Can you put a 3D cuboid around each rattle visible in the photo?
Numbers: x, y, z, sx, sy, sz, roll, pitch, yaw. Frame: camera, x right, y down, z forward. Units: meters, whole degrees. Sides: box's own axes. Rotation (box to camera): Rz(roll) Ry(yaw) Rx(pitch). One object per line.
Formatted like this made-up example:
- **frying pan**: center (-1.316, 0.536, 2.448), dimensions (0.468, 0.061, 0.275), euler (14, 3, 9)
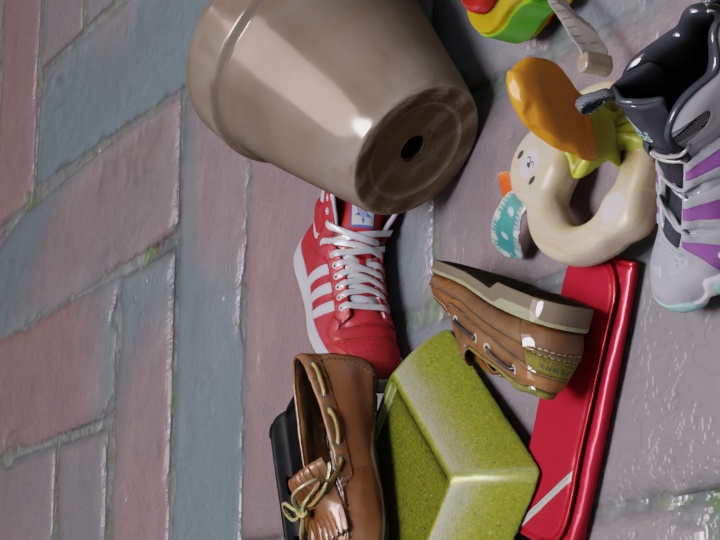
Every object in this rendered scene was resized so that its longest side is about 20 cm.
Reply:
- **rattle**: center (0.102, -0.068, 1.197), dimensions (0.200, 0.143, 0.131), euler (4, 94, 59)

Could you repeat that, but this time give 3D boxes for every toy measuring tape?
- **toy measuring tape**: center (0.118, -0.174, 1.268), dimensions (0.074, 0.073, 0.200), euler (-63, 33, 31)

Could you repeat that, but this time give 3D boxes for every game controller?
- **game controller**: center (-0.037, 0.194, 1.488), dimensions (0.104, 0.042, 0.200), euler (-51, 41, 48)

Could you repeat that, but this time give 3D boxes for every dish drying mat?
- **dish drying mat**: center (0.142, 0.086, 1.207), dimensions (0.077, 0.018, 0.201), euler (22, 102, 64)

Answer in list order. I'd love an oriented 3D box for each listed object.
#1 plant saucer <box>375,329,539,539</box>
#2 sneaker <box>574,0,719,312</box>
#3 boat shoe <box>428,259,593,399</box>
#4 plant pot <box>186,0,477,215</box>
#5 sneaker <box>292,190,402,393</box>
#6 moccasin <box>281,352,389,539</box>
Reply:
- **plant saucer**: center (0.042, 0.171, 1.321), dimensions (0.200, 0.048, 0.200), euler (-120, 45, -57)
- **sneaker**: center (0.179, -0.071, 1.047), dimensions (0.078, 0.140, 0.200), euler (53, 129, 53)
- **boat shoe**: center (0.090, 0.038, 1.240), dimensions (0.200, 0.072, 0.068), euler (-150, 73, -72)
- **plant pot**: center (-0.007, -0.137, 1.392), dimensions (0.174, 0.200, 0.200), euler (47, 125, 37)
- **sneaker**: center (0.000, 0.000, 1.441), dimensions (0.200, 0.071, 0.113), euler (-115, 39, -49)
- **moccasin**: center (-0.023, 0.155, 1.317), dimensions (0.074, 0.078, 0.202), euler (146, 128, -58)
